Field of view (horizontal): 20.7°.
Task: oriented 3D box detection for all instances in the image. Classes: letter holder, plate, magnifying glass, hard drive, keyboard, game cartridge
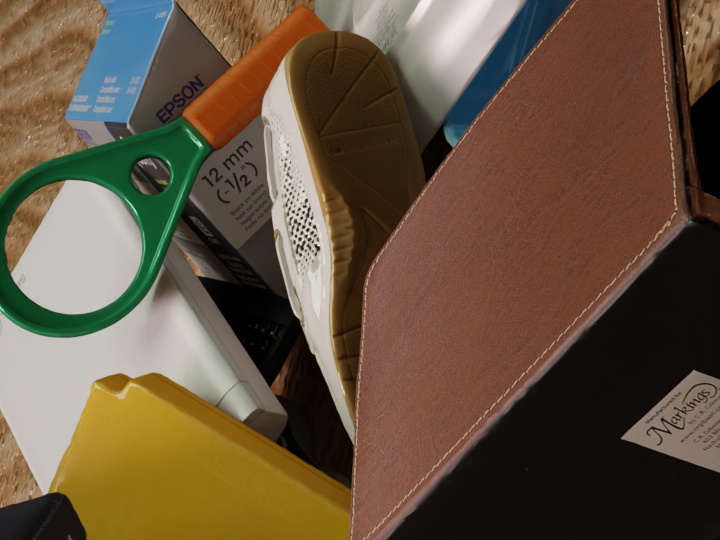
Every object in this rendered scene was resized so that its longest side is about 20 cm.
[{"bbox_3d":[0.085,0.005,0.649,0.200,0.101,0.142,-52,28,42],"label":"letter holder"},{"bbox_3d":[0.021,-0.139,0.914,0.200,0.032,0.200,126,153,-42],"label":"plate"},{"bbox_3d":[-0.091,-0.049,0.908,0.200,0.080,0.022,-43,-1,-9],"label":"magnifying glass"},{"bbox_3d":[-0.117,0.052,0.938,0.132,0.027,0.200,-56,44,20],"label":"hard drive"},{"bbox_3d":[-0.095,0.047,0.982,0.104,0.040,0.200,-63,21,-7],"label":"keyboard"},{"bbox_3d":[-0.073,0.164,0.852,0.032,0.176,0.200,-11,-52,-65],"label":"game cartridge"}]

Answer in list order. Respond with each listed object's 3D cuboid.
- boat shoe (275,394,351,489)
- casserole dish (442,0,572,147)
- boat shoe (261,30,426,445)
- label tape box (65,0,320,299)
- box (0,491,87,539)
[{"bbox_3d":[-0.049,0.106,0.946,0.075,0.062,0.200,-64,23,18],"label":"boat shoe"},{"bbox_3d":[0.091,-0.129,0.819,0.121,0.039,0.200,13,87,68],"label":"casserole dish"},{"bbox_3d":[0.000,0.000,0.851,0.069,0.071,0.200,-34,65,60],"label":"boat shoe"},{"bbox_3d":[-0.093,-0.069,0.999,0.066,0.200,0.143,-46,18,-10],"label":"label tape box"},{"bbox_3d":[-0.174,0.217,0.791,0.200,0.197,0.117,-17,21,26],"label":"box"}]
